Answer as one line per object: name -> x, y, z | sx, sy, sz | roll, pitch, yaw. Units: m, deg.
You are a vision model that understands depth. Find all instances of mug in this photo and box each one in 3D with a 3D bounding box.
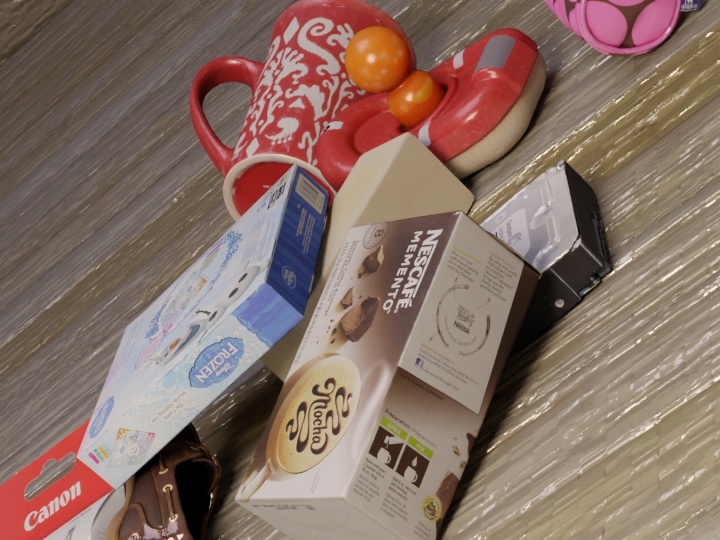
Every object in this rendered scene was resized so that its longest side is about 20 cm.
mug -> -0.055, -0.115, 1.969 | 0.177, 0.134, 0.200 | -17, 36, 31

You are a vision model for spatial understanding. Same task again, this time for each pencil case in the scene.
pencil case -> 0.185, -0.224, 1.742 | 0.200, 0.090, 0.094 | -120, 39, -69

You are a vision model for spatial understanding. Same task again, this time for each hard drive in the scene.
hard drive -> 0.076, 0.023, 1.538 | 0.200, 0.038, 0.140 | -40, 20, 18

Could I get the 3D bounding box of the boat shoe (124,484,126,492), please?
boat shoe -> -0.208, 0.188, 1.768 | 0.073, 0.065, 0.200 | -23, 29, 50

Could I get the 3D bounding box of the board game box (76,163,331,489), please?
board game box -> -0.109, 0.038, 1.672 | 0.199, 0.043, 0.200 | -42, 16, 22

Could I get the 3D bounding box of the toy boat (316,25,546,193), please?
toy boat -> 0.038, -0.135, 1.798 | 0.200, 0.131, 0.131 | -29, 24, 38

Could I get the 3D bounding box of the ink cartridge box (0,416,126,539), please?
ink cartridge box -> -0.235, 0.211, 1.681 | 0.161, 0.050, 0.201 | -35, 50, 31

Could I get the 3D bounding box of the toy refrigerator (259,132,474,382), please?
toy refrigerator -> 0.000, 0.000, 1.691 | 0.070, 0.076, 0.200 | -23, 30, 50

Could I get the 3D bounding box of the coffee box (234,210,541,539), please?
coffee box -> 0.018, 0.070, 1.424 | 0.113, 0.080, 0.200 | -7, 53, 51

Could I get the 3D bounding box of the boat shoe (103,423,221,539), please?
boat shoe -> -0.131, 0.159, 1.661 | 0.070, 0.070, 0.200 | -32, 23, 17
